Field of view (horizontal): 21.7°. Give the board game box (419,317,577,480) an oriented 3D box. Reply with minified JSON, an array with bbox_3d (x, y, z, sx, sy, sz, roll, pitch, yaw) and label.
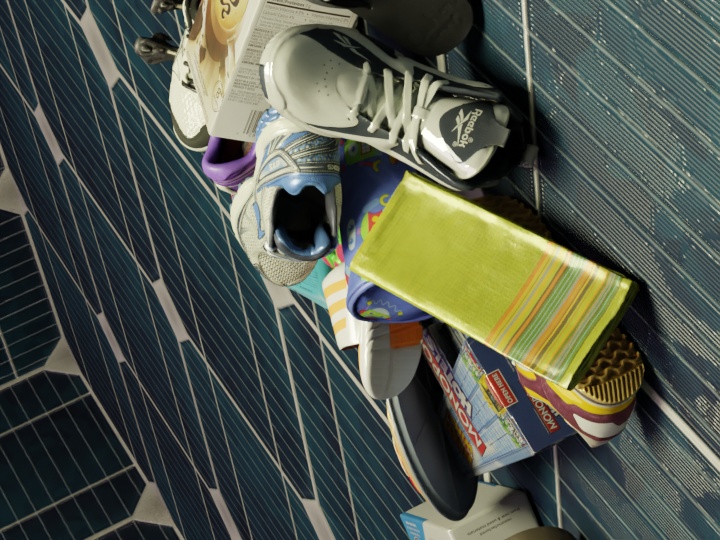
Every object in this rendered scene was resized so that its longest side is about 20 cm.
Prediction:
[{"bbox_3d":[0.096,0.083,1.514,0.200,0.062,0.200,59,163,19],"label":"board game box"}]

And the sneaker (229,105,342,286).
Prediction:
[{"bbox_3d":[-0.052,-0.036,1.373,0.200,0.077,0.085,99,164,-57],"label":"sneaker"}]

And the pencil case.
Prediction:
[{"bbox_3d":[0.023,-0.058,1.390,0.078,0.087,0.200,25,-131,-45],"label":"pencil case"}]

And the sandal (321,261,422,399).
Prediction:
[{"bbox_3d":[0.004,0.001,1.478,0.079,0.059,0.207,16,-111,-56],"label":"sandal"}]

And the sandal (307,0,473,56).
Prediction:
[{"bbox_3d":[-0.010,-0.201,1.242,0.076,0.200,0.043,-54,24,32],"label":"sandal"}]

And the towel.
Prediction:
[{"bbox_3d":[0.086,0.003,1.275,0.200,0.086,0.018,29,170,33],"label":"towel"}]

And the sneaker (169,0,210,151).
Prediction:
[{"bbox_3d":[-0.123,-0.193,1.529,0.075,0.088,0.200,22,105,17],"label":"sneaker"}]

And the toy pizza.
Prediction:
[{"bbox_3d":[0.049,0.115,1.580,0.200,0.032,0.201,-17,-90,-72],"label":"toy pizza"}]

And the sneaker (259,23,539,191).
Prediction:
[{"bbox_3d":[0.038,-0.108,1.263,0.199,0.080,0.129,29,172,-36],"label":"sneaker"}]

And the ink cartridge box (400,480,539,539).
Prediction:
[{"bbox_3d":[0.128,0.299,1.695,0.200,0.084,0.145,67,165,-5],"label":"ink cartridge box"}]

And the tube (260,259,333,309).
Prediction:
[{"bbox_3d":[-0.050,-0.049,1.614,0.077,0.050,0.200,29,138,22],"label":"tube"}]

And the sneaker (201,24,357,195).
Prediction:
[{"bbox_3d":[-0.067,-0.153,1.493,0.080,0.200,0.083,22,-176,24],"label":"sneaker"}]

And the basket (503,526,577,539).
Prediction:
[{"bbox_3d":[0.173,0.310,1.490,0.200,0.136,0.181,54,167,44],"label":"basket"}]

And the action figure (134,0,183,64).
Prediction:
[{"bbox_3d":[-0.088,-0.196,1.616,0.200,0.102,0.119,19,117,19],"label":"action figure"}]

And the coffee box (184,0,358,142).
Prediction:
[{"bbox_3d":[-0.054,-0.203,1.345,0.113,0.080,0.200,-110,35,-46],"label":"coffee box"}]

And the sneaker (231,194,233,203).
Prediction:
[{"bbox_3d":[-0.044,-0.041,1.687,0.201,0.108,0.067,43,153,53],"label":"sneaker"}]

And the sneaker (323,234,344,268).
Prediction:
[{"bbox_3d":[0.007,-0.055,1.554,0.077,0.084,0.200,38,150,32],"label":"sneaker"}]

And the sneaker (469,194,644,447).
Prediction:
[{"bbox_3d":[0.122,0.038,1.336,0.200,0.075,0.090,57,157,29],"label":"sneaker"}]
